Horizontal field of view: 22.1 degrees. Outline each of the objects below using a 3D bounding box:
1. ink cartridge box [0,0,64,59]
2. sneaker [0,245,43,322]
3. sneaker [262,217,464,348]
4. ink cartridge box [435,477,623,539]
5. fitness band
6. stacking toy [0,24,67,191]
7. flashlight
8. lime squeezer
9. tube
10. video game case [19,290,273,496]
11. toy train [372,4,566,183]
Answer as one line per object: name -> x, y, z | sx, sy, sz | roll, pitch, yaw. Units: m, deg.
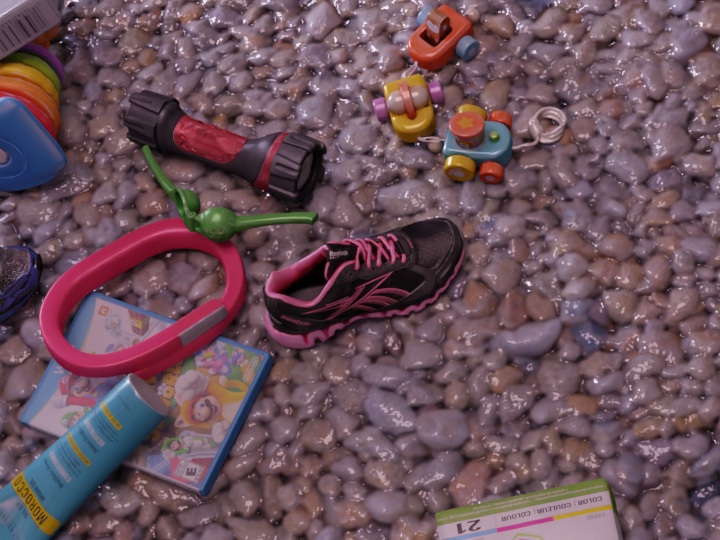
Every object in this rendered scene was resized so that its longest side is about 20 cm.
ink cartridge box -> -0.388, -0.248, 1.876 | 0.199, 0.041, 0.200 | -30, 26, 9
sneaker -> -0.400, 0.012, 1.761 | 0.199, 0.079, 0.076 | -11, 61, 8
sneaker -> 0.000, 0.000, 1.662 | 0.199, 0.096, 0.079 | -25, 58, -2
ink cartridge box -> 0.151, 0.285, 1.483 | 0.147, 0.076, 0.201 | -13, 59, 7
fitness band -> -0.200, 0.028, 1.712 | 0.199, 0.038, 0.144 | -30, 51, -15
stacking toy -> -0.340, -0.188, 1.851 | 0.116, 0.110, 0.201 | -11, 47, 25
flashlight -> -0.133, -0.124, 1.771 | 0.199, 0.068, 0.068 | 21, 103, 18
lime squeezer -> -0.143, -0.066, 1.731 | 0.199, 0.038, 0.071 | 22, 66, 24
tube -> -0.258, 0.178, 1.650 | 0.200, 0.050, 0.078 | -45, 56, 8
video game case -> -0.197, 0.110, 1.695 | 0.199, 0.018, 0.144 | 18, 69, 22
toy train -> 0.094, -0.175, 1.754 | 0.150, 0.056, 0.200 | -40, 61, -8
